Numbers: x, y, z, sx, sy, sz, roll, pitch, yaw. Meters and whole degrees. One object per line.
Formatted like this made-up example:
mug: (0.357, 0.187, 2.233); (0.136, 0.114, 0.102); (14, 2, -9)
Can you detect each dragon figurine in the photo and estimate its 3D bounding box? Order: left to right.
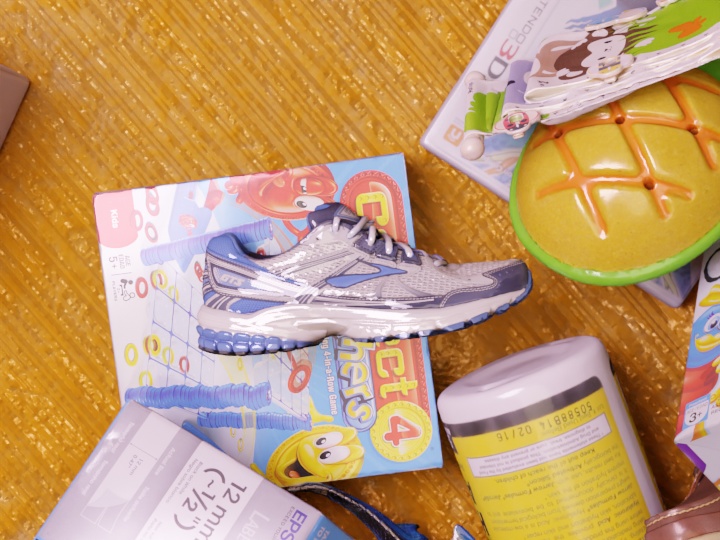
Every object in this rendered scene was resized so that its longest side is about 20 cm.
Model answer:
dragon figurine: (0.048, 0.191, 0.715); (0.059, 0.099, 0.200); (-40, 98, -23)

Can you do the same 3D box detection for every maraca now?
maraca: (0.174, -0.076, 0.706); (0.137, 0.107, 0.200); (34, 78, 30)

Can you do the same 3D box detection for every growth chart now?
growth chart: (0.147, -0.127, 0.691); (0.199, 0.145, 0.018); (-22, 114, 11)

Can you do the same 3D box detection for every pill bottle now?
pill bottle: (0.131, 0.151, 0.736); (0.111, 0.111, 0.201); (-21, 92, 2)

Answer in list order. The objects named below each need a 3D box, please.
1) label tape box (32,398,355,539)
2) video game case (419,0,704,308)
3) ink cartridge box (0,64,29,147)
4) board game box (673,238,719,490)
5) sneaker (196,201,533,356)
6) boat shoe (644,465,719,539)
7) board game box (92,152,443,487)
label tape box: (-0.082, 0.183, 0.660); (0.200, 0.066, 0.144); (27, 71, 19)
video game case: (0.169, -0.105, 0.767); (0.200, 0.022, 0.183); (32, 93, -1)
ink cartridge box: (-0.334, -0.099, 0.713); (0.199, 0.145, 0.146); (25, 93, 0)
board game box: (0.257, 0.038, 0.667); (0.103, 0.200, 0.105); (44, 131, -17)
sneaker: (0.000, 0.000, 0.694); (0.199, 0.077, 0.086); (-6, 89, 1)
boat shoe: (0.228, 0.129, 0.716); (0.072, 0.200, 0.068); (-35, 71, 43)
board game box: (-0.056, 0.036, 0.760); (0.195, 0.056, 0.201); (-8, 93, 1)
